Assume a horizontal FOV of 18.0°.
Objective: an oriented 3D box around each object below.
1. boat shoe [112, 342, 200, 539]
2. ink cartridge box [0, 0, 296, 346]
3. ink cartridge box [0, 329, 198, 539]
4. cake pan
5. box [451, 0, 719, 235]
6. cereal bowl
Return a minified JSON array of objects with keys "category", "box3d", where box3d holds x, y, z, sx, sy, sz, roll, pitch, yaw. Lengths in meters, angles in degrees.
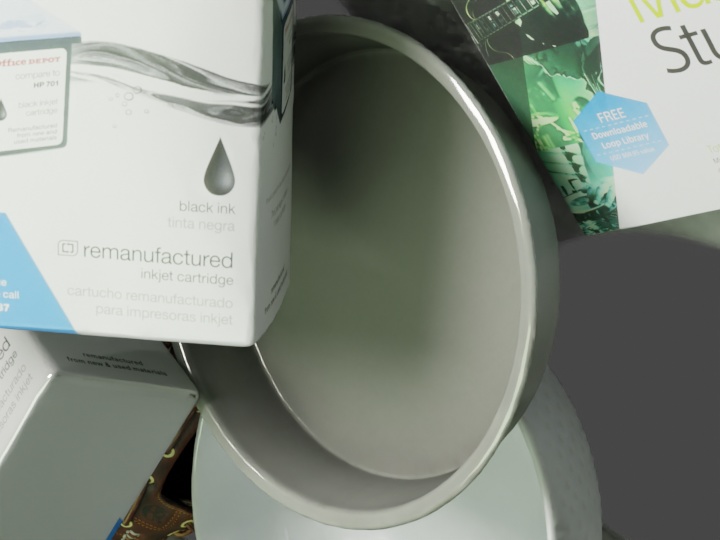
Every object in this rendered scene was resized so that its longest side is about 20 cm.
[{"category":"boat shoe","box3d":[-0.095,0.094,1.091,0.070,0.070,0.201,31,139,13]},{"category":"ink cartridge box","box3d":[-0.100,-0.083,0.842,0.145,0.086,0.202,4,109,6]},{"category":"ink cartridge box","box3d":[-0.177,0.043,0.992,0.200,0.084,0.147,49,115,39]},{"category":"cake pan","box3d":[0.000,0.000,0.897,0.199,0.037,0.202,6,100,41]},{"category":"box","box3d":[0.095,-0.111,0.790,0.144,0.036,0.201,-12,117,43]},{"category":"cereal bowl","box3d":[0.025,0.100,0.967,0.199,0.083,0.202,4,96,41]}]
